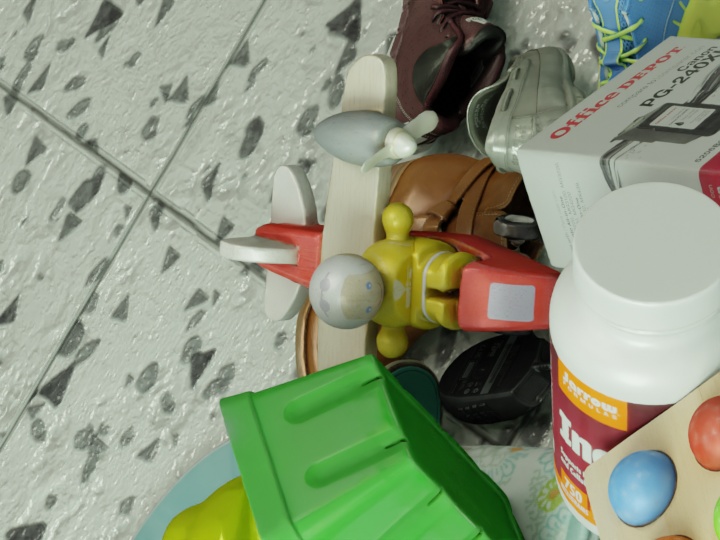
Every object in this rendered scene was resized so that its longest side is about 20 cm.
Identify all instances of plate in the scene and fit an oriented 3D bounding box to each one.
[{"bbox_3d":[-0.102,0.195,1.829,0.200,0.026,0.201,-39,27,24],"label":"plate"}]

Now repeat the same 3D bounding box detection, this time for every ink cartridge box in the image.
[{"bbox_3d":[0.208,-0.061,1.565,0.145,0.084,0.199,-36,27,-29],"label":"ink cartridge box"}]

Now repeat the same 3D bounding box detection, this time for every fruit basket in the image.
[{"bbox_3d":[-0.025,0.163,1.567,0.216,0.215,0.156,-45,38,20],"label":"fruit basket"}]

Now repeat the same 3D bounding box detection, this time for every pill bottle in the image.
[{"bbox_3d":[0.158,0.051,1.491,0.112,0.201,0.113,-3,48,4],"label":"pill bottle"}]

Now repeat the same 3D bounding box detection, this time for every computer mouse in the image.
[{"bbox_3d":[0.125,0.065,1.670,0.199,0.034,0.059,-8,41,47],"label":"computer mouse"}]

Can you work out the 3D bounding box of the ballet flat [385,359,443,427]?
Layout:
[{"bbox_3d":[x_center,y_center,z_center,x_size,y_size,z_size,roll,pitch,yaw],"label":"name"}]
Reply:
[{"bbox_3d":[-0.001,0.153,1.740,0.069,0.069,0.201,2,70,49],"label":"ballet flat"}]

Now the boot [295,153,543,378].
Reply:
[{"bbox_3d":[0.042,0.016,1.770,0.154,0.074,0.201,-4,69,41],"label":"boot"}]

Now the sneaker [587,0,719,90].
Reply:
[{"bbox_3d":[0.162,-0.134,1.697,0.075,0.105,0.201,6,71,50],"label":"sneaker"}]

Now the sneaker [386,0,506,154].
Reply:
[{"bbox_3d":[0.072,-0.177,1.839,0.115,0.075,0.201,-4,73,66],"label":"sneaker"}]

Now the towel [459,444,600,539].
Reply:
[{"bbox_3d":[0.075,0.199,1.631,0.171,0.048,0.201,0,67,48],"label":"towel"}]

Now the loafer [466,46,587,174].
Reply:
[{"bbox_3d":[0.100,-0.101,1.722,0.200,0.069,0.070,-98,10,-78],"label":"loafer"}]

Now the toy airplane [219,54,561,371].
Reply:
[{"bbox_3d":[0.000,0.000,1.669,0.199,0.141,0.201,-39,82,25],"label":"toy airplane"}]

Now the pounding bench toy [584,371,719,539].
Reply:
[{"bbox_3d":[0.216,0.168,1.398,0.124,0.156,0.201,-38,43,26],"label":"pounding bench toy"}]
